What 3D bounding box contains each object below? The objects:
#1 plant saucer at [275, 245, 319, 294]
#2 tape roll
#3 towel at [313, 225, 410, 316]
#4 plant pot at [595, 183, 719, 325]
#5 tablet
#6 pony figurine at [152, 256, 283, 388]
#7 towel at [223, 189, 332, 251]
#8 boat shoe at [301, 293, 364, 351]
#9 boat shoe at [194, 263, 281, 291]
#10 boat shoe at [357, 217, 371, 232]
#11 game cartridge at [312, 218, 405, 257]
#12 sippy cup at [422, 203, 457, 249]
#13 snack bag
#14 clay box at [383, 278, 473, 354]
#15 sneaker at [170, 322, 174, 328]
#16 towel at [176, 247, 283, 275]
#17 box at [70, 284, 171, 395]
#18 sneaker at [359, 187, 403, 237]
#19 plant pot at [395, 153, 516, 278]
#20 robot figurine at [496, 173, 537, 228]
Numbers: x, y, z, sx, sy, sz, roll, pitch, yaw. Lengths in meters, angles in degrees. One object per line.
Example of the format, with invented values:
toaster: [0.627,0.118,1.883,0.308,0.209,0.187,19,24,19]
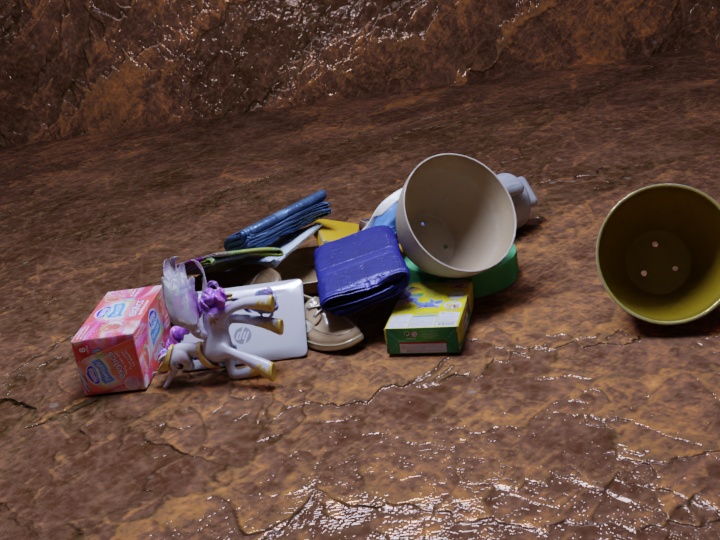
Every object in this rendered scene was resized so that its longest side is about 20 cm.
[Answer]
plant saucer: [-0.094,0.003,1.737,0.198,0.036,0.201,-7,20,3]
tape roll: [0.177,-0.008,1.644,0.198,0.049,0.201,-8,20,3]
towel: [0.000,0.000,1.505,0.146,0.050,0.200,-18,26,2]
plant pot: [0.452,-0.018,1.399,0.198,0.203,0.142,-3,-6,13]
tablet: [-0.184,0.084,1.467,0.197,0.132,0.014,-7,-25,3]
pony figurine: [-0.218,0.077,1.389,0.198,0.196,0.166,-1,-2,13]
towel: [-0.153,-0.083,1.741,0.199,0.049,0.111,-30,8,-30]
boat shoe: [-0.073,0.076,1.489,0.071,0.065,0.199,-24,25,-36]
boat shoe: [-0.210,0.041,1.629,0.198,0.072,0.073,-7,42,31]
boat shoe: [0.081,-0.094,1.787,0.198,0.071,0.070,-2,20,-38]
game cartridge: [0.000,-0.055,1.784,0.174,0.033,0.200,8,12,-9]
sippy cup: [0.157,-0.110,1.667,0.176,0.132,0.140,-9,20,-4]
snack bag: [-0.178,-0.024,1.743,0.199,0.022,0.189,-19,16,36]
clay box: [0.113,0.067,1.466,0.114,0.048,0.200,-3,20,16]
sneaker: [-0.212,0.071,1.552,0.198,0.071,0.090,-4,22,16]
towel: [-0.238,-0.015,1.633,0.142,0.023,0.199,-8,-2,-36]
box: [-0.373,0.107,1.485,0.101,0.096,0.200,-7,20,5]
sneaker: [0.051,-0.042,1.628,0.200,0.111,0.077,-47,-17,-2]
plant pot: [0.137,-0.070,1.534,0.199,0.202,0.134,-18,-13,-26]
robot figurine: [0.250,-0.120,1.819,0.199,0.114,0.170,-21,-17,-32]
